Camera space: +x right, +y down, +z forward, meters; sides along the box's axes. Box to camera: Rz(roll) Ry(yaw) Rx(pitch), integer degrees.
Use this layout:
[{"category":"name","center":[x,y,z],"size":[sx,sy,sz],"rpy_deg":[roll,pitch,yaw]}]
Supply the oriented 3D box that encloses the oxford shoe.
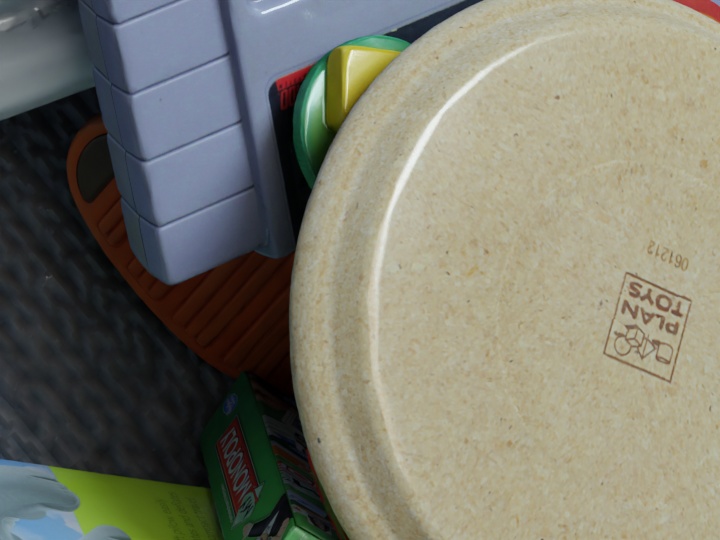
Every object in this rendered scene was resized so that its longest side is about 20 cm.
[{"category":"oxford shoe","center":[0.000,0.000,0.868],"size":[0.200,0.071,0.073],"rpy_deg":[33,45,-17]}]

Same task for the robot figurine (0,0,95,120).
[{"category":"robot figurine","center":[-0.126,-0.120,0.779],"size":[0.199,0.113,0.170],"rpy_deg":[-26,100,-1]}]

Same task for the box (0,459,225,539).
[{"category":"box","center":[-0.118,0.090,0.753],"size":[0.199,0.122,0.048],"rpy_deg":[10,108,-22]}]

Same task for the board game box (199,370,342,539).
[{"category":"board game box","center":[0.048,0.109,0.821],"size":[0.200,0.135,0.029],"rpy_deg":[32,100,-15]}]

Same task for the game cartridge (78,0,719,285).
[{"category":"game cartridge","center":[0.018,-0.086,0.786],"size":[0.199,0.038,0.130],"rpy_deg":[-24,121,-22]}]

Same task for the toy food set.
[{"category":"toy food set","center":[0.067,0.016,0.767],"size":[0.199,0.049,0.199],"rpy_deg":[6,82,-27]}]
